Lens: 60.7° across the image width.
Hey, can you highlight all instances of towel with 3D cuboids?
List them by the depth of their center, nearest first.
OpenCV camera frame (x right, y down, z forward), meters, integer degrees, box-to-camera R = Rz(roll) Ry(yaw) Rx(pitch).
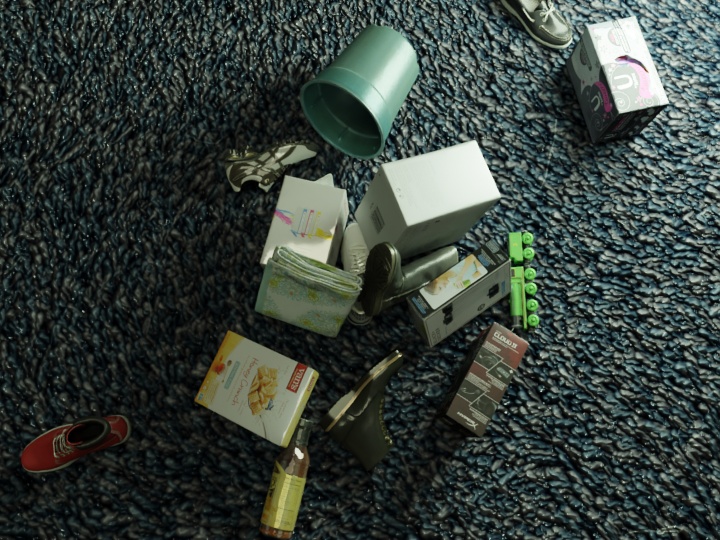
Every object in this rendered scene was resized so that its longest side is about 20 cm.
[{"bbox_3d":[-0.098,0.046,1.106,0.168,0.201,0.049,22,55,-5],"label":"towel"}]

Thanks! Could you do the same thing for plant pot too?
[{"bbox_3d":[0.012,-0.368,1.235,0.198,0.201,0.198,31,70,7],"label":"plant pot"}]

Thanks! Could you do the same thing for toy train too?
[{"bbox_3d":[0.316,0.021,1.209,0.055,0.042,0.206,-2,76,9],"label":"toy train"}]

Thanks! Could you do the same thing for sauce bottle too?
[{"bbox_3d":[-0.128,0.369,1.105,0.064,0.066,0.205,13,74,3],"label":"sauce bottle"}]

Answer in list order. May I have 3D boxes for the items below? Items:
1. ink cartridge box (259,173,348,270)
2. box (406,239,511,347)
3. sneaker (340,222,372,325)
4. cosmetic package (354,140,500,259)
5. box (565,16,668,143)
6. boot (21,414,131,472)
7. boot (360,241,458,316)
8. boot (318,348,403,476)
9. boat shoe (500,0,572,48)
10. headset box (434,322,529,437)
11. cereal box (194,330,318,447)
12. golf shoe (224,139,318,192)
[{"bbox_3d":[-0.100,-0.077,1.184,0.122,0.129,0.205,13,75,4],"label":"ink cartridge box"},{"bbox_3d":[0.187,0.045,1.154,0.197,0.118,0.060,-33,56,-8],"label":"box"},{"bbox_3d":[0.000,0.000,1.190,0.074,0.081,0.206,-6,74,0],"label":"sneaker"},{"bbox_3d":[0.118,-0.118,1.138,0.196,0.200,0.125,-19,76,-20],"label":"cosmetic package"},{"bbox_3d":[0.520,-0.389,1.266,0.112,0.132,0.205,-13,76,-5],"label":"box"},{"bbox_3d":[-0.521,0.301,1.076,0.195,0.144,0.074,-19,78,-4],"label":"boot"},{"bbox_3d":[0.101,-0.004,1.114,0.196,0.184,0.074,-15,59,-25],"label":"boot"},{"bbox_3d":[0.038,0.258,1.135,0.200,0.077,0.138,-45,84,3],"label":"boot"},{"bbox_3d":[0.389,-0.572,1.348,0.073,0.060,0.201,-38,79,-10],"label":"boat shoe"},{"bbox_3d":[0.219,0.192,1.108,0.076,0.149,0.202,31,77,7],"label":"headset box"},{"bbox_3d":[-0.190,0.215,1.130,0.196,0.040,0.147,19,75,21],"label":"cereal box"},{"bbox_3d":[-0.177,-0.211,1.255,0.194,0.078,0.097,-10,93,-1],"label":"golf shoe"}]
